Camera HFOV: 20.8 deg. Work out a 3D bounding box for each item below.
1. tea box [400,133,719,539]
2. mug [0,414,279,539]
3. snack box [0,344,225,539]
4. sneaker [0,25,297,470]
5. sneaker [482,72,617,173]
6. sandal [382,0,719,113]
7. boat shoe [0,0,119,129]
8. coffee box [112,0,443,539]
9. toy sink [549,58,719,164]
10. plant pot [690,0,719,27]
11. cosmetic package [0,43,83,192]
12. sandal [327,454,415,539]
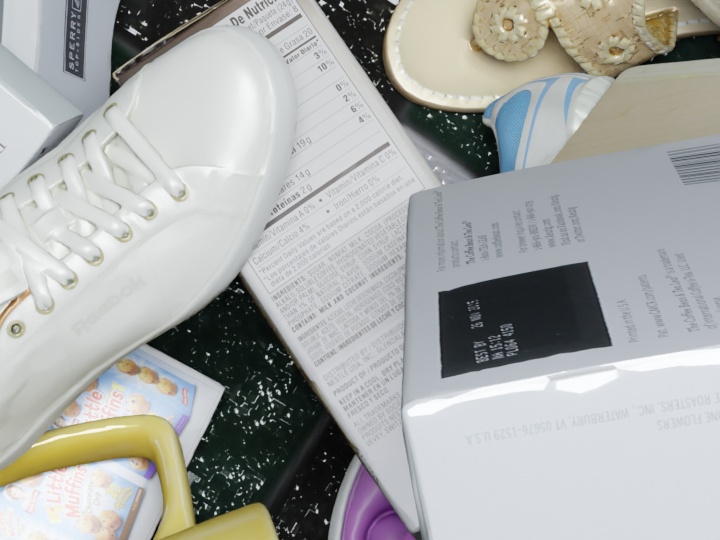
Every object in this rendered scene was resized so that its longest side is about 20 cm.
[{"bbox_3d":[0.091,0.083,0.552,0.132,0.200,0.199,-9,106,5],"label":"tea box"},{"bbox_3d":[-0.093,0.163,0.696,0.152,0.187,0.151,-13,119,-7],"label":"mug"},{"bbox_3d":[-0.128,0.118,0.758,0.071,0.024,0.201,28,77,-6],"label":"snack box"},{"bbox_3d":[-0.101,-0.002,0.663,0.073,0.085,0.200,45,103,19],"label":"sneaker"},{"bbox_3d":[0.088,0.021,0.806,0.071,0.072,0.202,-6,94,-40],"label":"sneaker"},{"bbox_3d":[0.114,-0.122,0.824,0.210,0.070,0.078,-12,83,-13],"label":"sandal"},{"bbox_3d":[-0.131,-0.108,0.778,0.056,0.069,0.202,-7,69,31],"label":"boat shoe"},{"bbox_3d":[0.000,0.000,0.734,0.079,0.113,0.201,-34,75,-2],"label":"coffee box"},{"bbox_3d":[0.165,0.030,0.739,0.112,0.130,0.200,-50,118,-24],"label":"toy sink"},{"bbox_3d":[0.227,-0.203,0.771,0.199,0.183,0.203,9,74,-31],"label":"plant pot"},{"bbox_3d":[-0.220,-0.026,0.712,0.151,0.052,0.200,41,102,0],"label":"cosmetic package"},{"bbox_3d":[0.023,0.151,0.770,0.082,0.050,0.205,12,78,-9],"label":"sandal"}]
